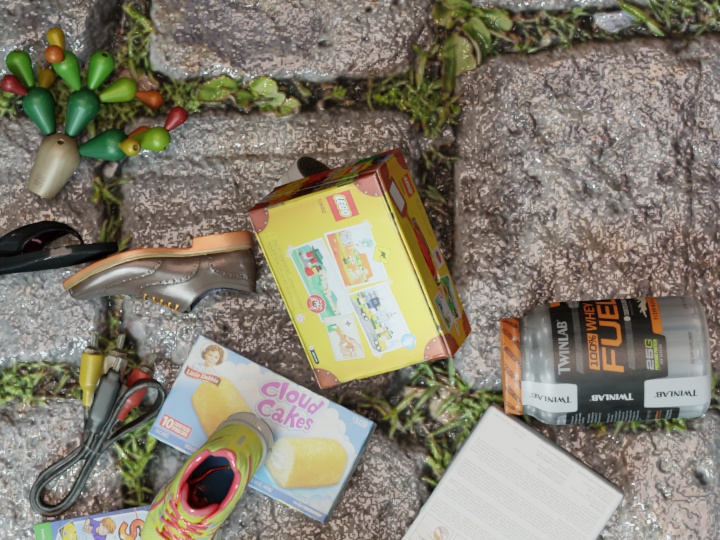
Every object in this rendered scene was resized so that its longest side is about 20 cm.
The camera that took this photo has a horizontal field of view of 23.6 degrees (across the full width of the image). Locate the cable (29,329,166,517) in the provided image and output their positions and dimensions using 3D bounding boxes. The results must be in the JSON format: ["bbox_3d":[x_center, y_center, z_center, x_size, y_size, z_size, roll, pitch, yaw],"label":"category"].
[{"bbox_3d":[-0.267,0.166,1.774,0.097,0.050,0.200,23,96,-11],"label":"cable"}]

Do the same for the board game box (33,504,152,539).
[{"bbox_3d":[-0.247,0.344,1.739,0.135,0.034,0.200,-11,82,2],"label":"board game box"}]

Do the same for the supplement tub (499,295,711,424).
[{"bbox_3d":[0.240,0.090,1.705,0.200,0.123,0.123,-4,82,2],"label":"supplement tub"}]

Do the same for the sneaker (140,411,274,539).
[{"bbox_3d":[-0.163,0.227,1.670,0.078,0.090,0.200,32,108,4],"label":"sneaker"}]

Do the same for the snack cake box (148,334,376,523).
[{"bbox_3d":[-0.097,0.160,1.741,0.200,0.067,0.115,26,85,6],"label":"snack cake box"}]

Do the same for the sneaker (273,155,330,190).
[{"bbox_3d":[-0.008,-0.027,1.773,0.200,0.073,0.085,41,121,-1],"label":"sneaker"}]

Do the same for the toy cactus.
[{"bbox_3d":[-0.295,-0.151,1.789,0.200,0.102,0.165,27,94,-2],"label":"toy cactus"}]

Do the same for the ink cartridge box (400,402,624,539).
[{"bbox_3d":[0.143,0.258,1.730,0.163,0.057,0.200,34,94,7],"label":"ink cartridge box"}]

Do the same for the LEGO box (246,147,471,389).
[{"bbox_3d":[0.000,0.000,1.694,0.149,0.077,0.200,-16,105,25],"label":"LEGO box"}]

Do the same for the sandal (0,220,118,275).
[{"bbox_3d":[-0.351,-0.023,1.774,0.200,0.075,0.048,-7,86,3],"label":"sandal"}]

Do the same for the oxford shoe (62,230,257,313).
[{"bbox_3d":[-0.204,0.012,1.766,0.200,0.071,0.073,-12,87,1],"label":"oxford shoe"}]
